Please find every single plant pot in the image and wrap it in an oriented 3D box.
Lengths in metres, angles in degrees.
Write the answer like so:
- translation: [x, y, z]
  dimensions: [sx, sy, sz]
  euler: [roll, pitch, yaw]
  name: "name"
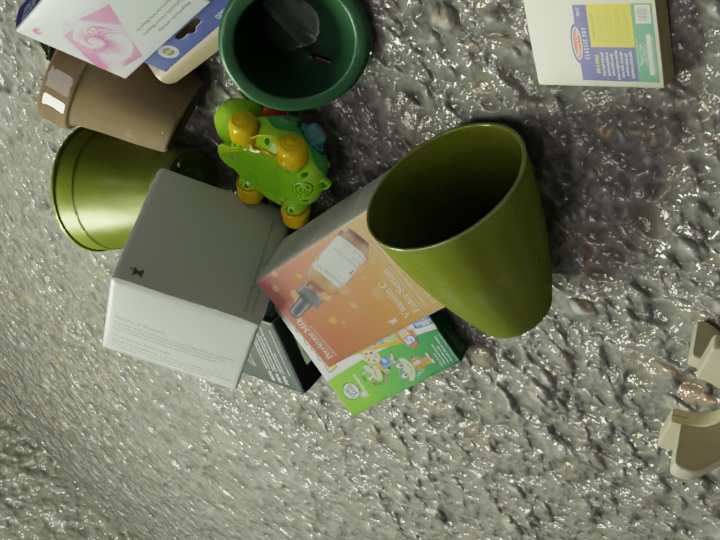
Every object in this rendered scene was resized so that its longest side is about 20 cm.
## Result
- translation: [0.134, -0.025, 1.022]
  dimensions: [0.186, 0.188, 0.201]
  euler: [5, 142, 44]
  name: "plant pot"
- translation: [-0.328, -0.122, 1.408]
  dimensions: [0.191, 0.201, 0.202]
  euler: [6, 129, 28]
  name: "plant pot"
- translation: [-0.315, -0.257, 1.271]
  dimensions: [0.173, 0.202, 0.200]
  euler: [29, 146, -8]
  name: "plant pot"

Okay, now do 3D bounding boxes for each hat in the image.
- translation: [-0.088, -0.300, 1.105]
  dimensions: [0.197, 0.177, 0.167]
  euler: [-11, 124, 6]
  name: "hat"

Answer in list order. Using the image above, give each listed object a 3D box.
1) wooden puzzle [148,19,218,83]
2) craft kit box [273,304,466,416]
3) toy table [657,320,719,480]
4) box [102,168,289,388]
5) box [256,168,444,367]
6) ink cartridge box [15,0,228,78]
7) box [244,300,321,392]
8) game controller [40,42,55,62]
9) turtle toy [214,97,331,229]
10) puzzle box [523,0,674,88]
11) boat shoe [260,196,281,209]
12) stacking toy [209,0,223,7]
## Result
- translation: [-0.236, -0.359, 1.147]
  dimensions: [0.184, 0.046, 0.201]
  euler: [-26, 109, 33]
  name: "wooden puzzle"
- translation: [0.012, 0.078, 1.277]
  dimensions: [0.196, 0.049, 0.201]
  euler: [-30, 102, 31]
  name: "craft kit box"
- translation: [0.378, 0.138, 0.917]
  dimensions: [0.116, 0.184, 0.202]
  euler: [17, 130, 11]
  name: "toy table"
- translation: [-0.219, 0.012, 1.246]
  dimensions: [0.198, 0.201, 0.172]
  euler: [18, 141, -6]
  name: "box"
- translation: [0.000, 0.000, 1.145]
  dimensions: [0.199, 0.107, 0.153]
  euler: [-31, 108, 31]
  name: "box"
- translation: [-0.260, -0.292, 1.056]
  dimensions: [0.199, 0.044, 0.195]
  euler: [19, 151, -37]
  name: "ink cartridge box"
- translation: [-0.149, 0.086, 1.454]
  dimensions: [0.198, 0.104, 0.149]
  euler: [14, 137, 39]
  name: "box"
- translation: [-0.438, -0.372, 1.401]
  dimensions: [0.104, 0.042, 0.200]
  euler: [31, 145, -2]
  name: "game controller"
- translation: [-0.115, -0.157, 1.198]
  dimensions: [0.199, 0.101, 0.147]
  euler: [29, 147, 19]
  name: "turtle toy"
- translation: [0.204, -0.260, 0.825]
  dimensions: [0.132, 0.025, 0.202]
  euler: [12, 132, 40]
  name: "puzzle box"
- translation: [-0.142, -0.068, 1.329]
  dimensions: [0.061, 0.073, 0.201]
  euler: [-4, 135, 4]
  name: "boat shoe"
- translation: [-0.230, -0.366, 1.051]
  dimensions: [0.198, 0.148, 0.146]
  euler: [27, 149, -18]
  name: "stacking toy"
